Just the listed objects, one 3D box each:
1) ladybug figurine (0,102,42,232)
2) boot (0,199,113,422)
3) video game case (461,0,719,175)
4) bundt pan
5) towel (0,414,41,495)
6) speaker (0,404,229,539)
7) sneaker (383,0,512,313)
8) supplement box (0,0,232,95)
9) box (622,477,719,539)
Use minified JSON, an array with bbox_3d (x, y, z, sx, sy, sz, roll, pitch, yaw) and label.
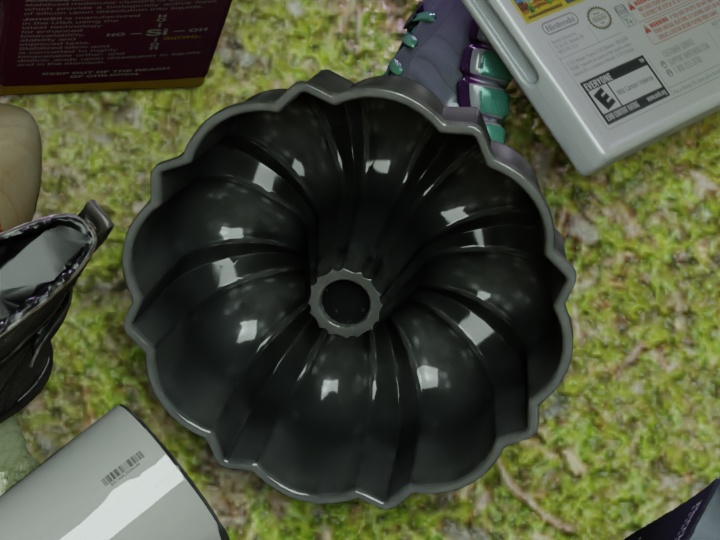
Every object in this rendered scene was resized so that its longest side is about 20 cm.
[{"bbox_3d":[-0.225,-0.009,1.218,0.200,0.136,0.072,-26,108,-19],"label":"ladybug figurine"},{"bbox_3d":[-0.191,0.049,1.138,0.200,0.174,0.069,-40,86,-17],"label":"boot"},{"bbox_3d":[0.115,-0.149,1.322,0.200,0.023,0.182,-26,80,-46],"label":"video game case"},{"bbox_3d":[0.000,0.000,1.237,0.202,0.076,0.202,4,114,9],"label":"bundt pan"},{"bbox_3d":[-0.236,0.105,1.226,0.200,0.036,0.149,-18,80,-15],"label":"towel"},{"bbox_3d":[-0.155,0.148,1.175,0.200,0.081,0.081,-38,84,-11],"label":"speaker"},{"bbox_3d":[0.025,-0.080,1.309,0.087,0.074,0.200,6,74,-4],"label":"sneaker"},{"bbox_3d":[-0.113,-0.170,1.239,0.103,0.200,0.131,-3,76,-11],"label":"supplement box"},{"bbox_3d":[0.125,0.212,1.187,0.104,0.182,0.200,30,72,-1],"label":"box"}]
